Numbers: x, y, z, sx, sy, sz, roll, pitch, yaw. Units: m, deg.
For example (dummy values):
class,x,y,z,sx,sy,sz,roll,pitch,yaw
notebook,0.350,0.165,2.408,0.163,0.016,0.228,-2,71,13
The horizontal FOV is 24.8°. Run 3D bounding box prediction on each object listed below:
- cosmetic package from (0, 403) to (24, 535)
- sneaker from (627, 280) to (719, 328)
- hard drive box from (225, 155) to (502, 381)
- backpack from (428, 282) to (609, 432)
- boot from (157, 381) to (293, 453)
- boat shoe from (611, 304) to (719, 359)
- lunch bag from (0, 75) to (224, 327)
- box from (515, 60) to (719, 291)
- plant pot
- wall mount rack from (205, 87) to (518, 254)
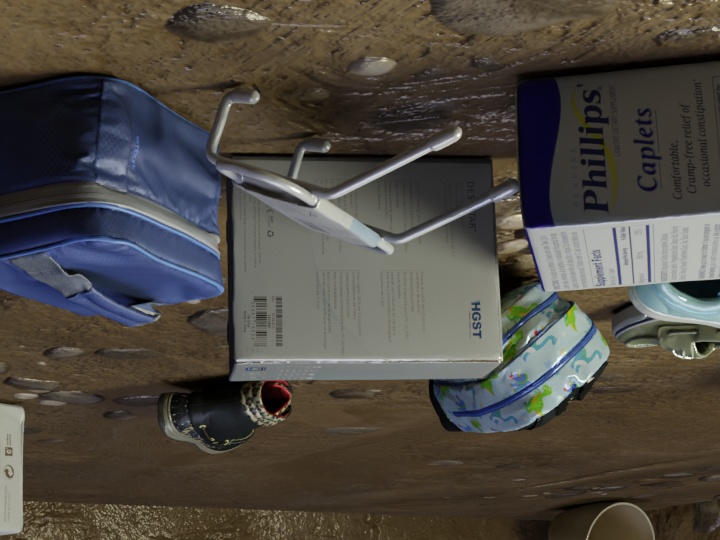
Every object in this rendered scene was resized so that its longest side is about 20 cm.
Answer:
class,x,y,z,sx,sy,sz,roll,pitch,yaw
cosmetic package,-0.560,0.259,2.117,0.199,0.169,0.166,-12,163,37
sneaker,0.350,0.018,1.501,0.197,0.075,0.082,-1,169,-7
hard drive box,0.000,0.000,1.222,0.197,0.158,0.077,1,166,-7
backpack,0.153,0.085,1.564,0.162,0.155,0.200,-33,-163,-11
boot,-0.145,0.181,2.068,0.152,0.074,0.203,-12,164,24
boat shoe,0.339,0.058,1.672,0.072,0.063,0.199,11,162,-40
lunch bag,-0.177,-0.034,1.113,0.134,0.134,0.200,-8,164,23
box,0.210,-0.061,1.113,0.198,0.106,0.184,-5,165,9
plant pot,0.495,0.578,3.508,0.186,0.190,0.199,7,177,-30
wall mount rack,0.000,-0.061,1.077,0.172,0.075,0.200,17,175,27
